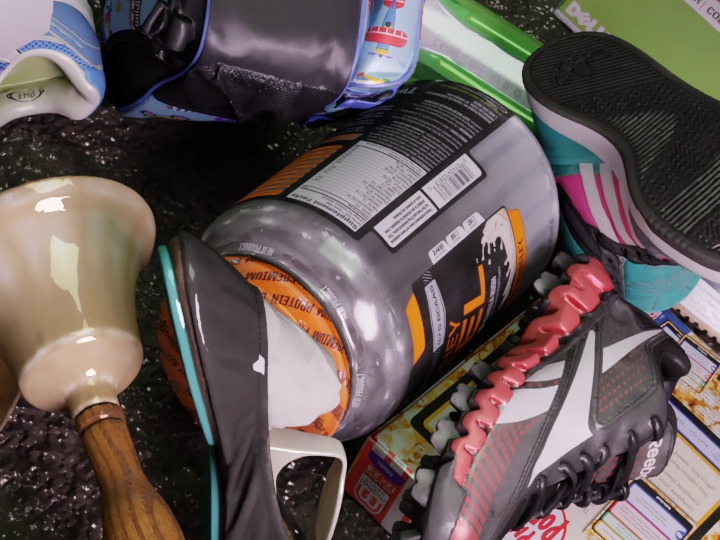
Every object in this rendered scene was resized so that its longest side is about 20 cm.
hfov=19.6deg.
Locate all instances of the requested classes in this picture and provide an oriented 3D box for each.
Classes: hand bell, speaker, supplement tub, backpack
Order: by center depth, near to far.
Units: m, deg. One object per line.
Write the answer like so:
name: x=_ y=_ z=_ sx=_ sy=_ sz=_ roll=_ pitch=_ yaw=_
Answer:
hand bell: x=-0.106 y=0.070 z=0.868 sx=0.103 sy=0.104 sz=0.201 roll=-6 pitch=54 yaw=-27
supplement tub: x=0.000 y=0.000 z=0.992 sx=0.122 sy=0.123 sz=0.200 roll=39 pitch=44 yaw=11
backpack: x=-0.056 y=-0.155 z=1.047 sx=0.133 sy=0.200 sz=0.184 roll=11 pitch=79 yaw=-19
speaker: x=0.080 y=-0.088 z=1.133 sx=0.199 sy=0.089 sz=0.089 roll=33 pitch=47 yaw=5

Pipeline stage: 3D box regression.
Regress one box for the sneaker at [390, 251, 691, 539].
sneaker: x=0.089 y=0.076 z=0.945 sx=0.098 sy=0.071 sz=0.201 roll=34 pitch=46 yaw=8

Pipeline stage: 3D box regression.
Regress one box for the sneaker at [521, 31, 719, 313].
sneaker: x=0.149 y=-0.021 z=1.008 sx=0.083 sy=0.121 sz=0.200 roll=-28 pitch=40 yaw=-8

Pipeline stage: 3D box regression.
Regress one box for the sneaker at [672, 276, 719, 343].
sneaker: x=0.257 y=0.018 z=1.088 sx=0.199 sy=0.109 sz=0.070 roll=34 pitch=11 yaw=-4

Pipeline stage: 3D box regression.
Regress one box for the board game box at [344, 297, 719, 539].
board game box: x=0.110 y=0.094 z=1.021 sx=0.151 sy=0.046 sz=0.200 roll=43 pitch=49 yaw=14

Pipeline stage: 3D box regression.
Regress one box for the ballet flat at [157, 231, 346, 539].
ballet flat: x=-0.042 y=0.065 z=0.880 sx=0.068 sy=0.201 sz=0.068 roll=-9 pitch=37 yaw=-6

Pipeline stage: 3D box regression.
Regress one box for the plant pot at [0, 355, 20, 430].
plant pot: x=-0.248 y=0.028 z=0.932 sx=0.198 sy=0.028 sz=0.201 roll=13 pitch=49 yaw=-15

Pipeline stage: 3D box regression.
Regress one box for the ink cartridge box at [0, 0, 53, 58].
ink cartridge box: x=-0.257 y=-0.138 z=0.941 sx=0.199 sy=0.084 sz=0.146 roll=-33 pitch=79 yaw=-22

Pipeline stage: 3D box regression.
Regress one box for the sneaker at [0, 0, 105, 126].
sneaker: x=-0.215 y=-0.105 z=1.024 sx=0.198 sy=0.076 sz=0.077 roll=-10 pitch=54 yaw=-28

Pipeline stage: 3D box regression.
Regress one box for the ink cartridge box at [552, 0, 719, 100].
ink cartridge box: x=0.177 y=-0.122 z=1.134 sx=0.148 sy=0.076 sz=0.200 roll=45 pitch=8 yaw=17
